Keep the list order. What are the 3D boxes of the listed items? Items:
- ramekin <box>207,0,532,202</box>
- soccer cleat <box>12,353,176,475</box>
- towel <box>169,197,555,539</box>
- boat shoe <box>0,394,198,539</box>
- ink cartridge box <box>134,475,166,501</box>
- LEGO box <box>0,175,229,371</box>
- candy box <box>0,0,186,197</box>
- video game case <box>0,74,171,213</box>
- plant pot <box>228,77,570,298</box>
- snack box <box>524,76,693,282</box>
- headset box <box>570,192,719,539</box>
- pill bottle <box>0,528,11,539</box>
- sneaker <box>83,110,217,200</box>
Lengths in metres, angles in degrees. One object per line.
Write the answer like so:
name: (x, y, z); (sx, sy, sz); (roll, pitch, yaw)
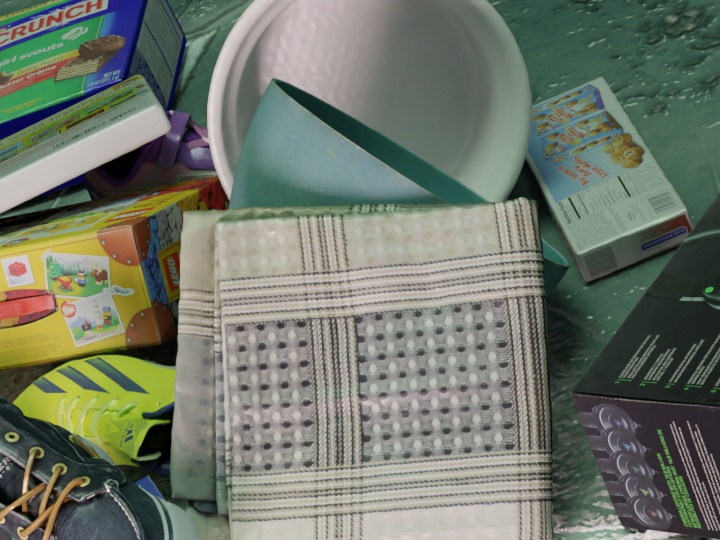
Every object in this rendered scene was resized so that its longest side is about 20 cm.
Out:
ramekin: (0.003, -0.104, 1.461); (0.199, 0.202, 0.098); (-22, 14, 1)
soccer cleat: (-0.133, 0.088, 1.366); (0.199, 0.065, 0.084); (-4, 17, 26)
towel: (-0.002, 0.059, 1.199); (0.198, 0.194, 0.035); (-3, -9, 9)
boat shoe: (-0.157, 0.123, 1.198); (0.071, 0.091, 0.200); (-60, 30, -1)
ink cartridge box: (-0.115, 0.187, 1.221); (0.094, 0.044, 0.200); (-28, 29, -11)
LEGO box: (-0.189, 0.006, 1.489); (0.198, 0.078, 0.149); (-10, 11, 24)
candy box: (-0.232, -0.140, 1.805); (0.168, 0.077, 0.201); (-17, 29, 12)
video game case: (-0.224, -0.070, 1.548); (0.199, 0.023, 0.182); (-27, 14, -3)
plant pot: (0.000, 0.000, 1.329); (0.135, 0.199, 0.200); (-58, 31, 7)
snack box: (0.147, -0.061, 1.460); (0.071, 0.024, 0.200); (-23, 29, 2)
headset box: (0.225, 0.048, 1.156); (0.199, 0.093, 0.174); (3, 39, 39)
pill bottle: (-0.256, 0.173, 1.284); (0.103, 0.105, 0.201); (-10, 32, 22)
sneaker: (-0.108, -0.069, 1.591); (0.199, 0.089, 0.081); (-9, 31, 22)
